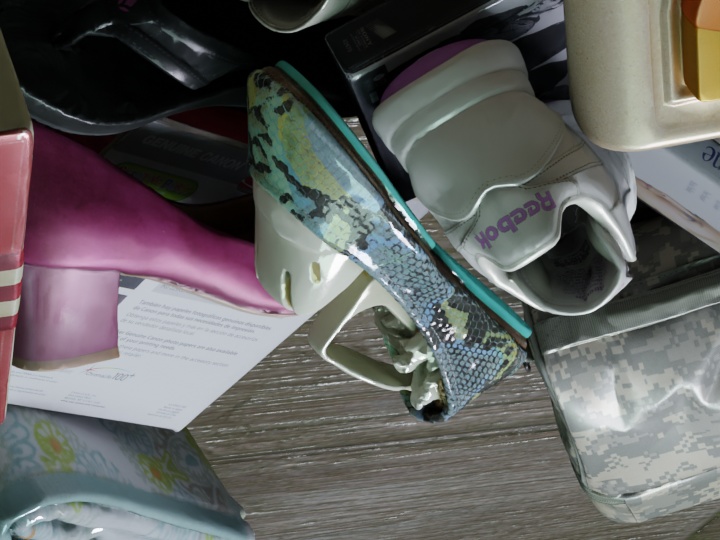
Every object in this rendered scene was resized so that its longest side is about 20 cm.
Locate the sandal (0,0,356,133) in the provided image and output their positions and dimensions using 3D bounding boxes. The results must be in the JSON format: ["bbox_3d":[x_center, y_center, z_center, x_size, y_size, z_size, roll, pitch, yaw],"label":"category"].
[{"bbox_3d":[-0.057,-0.095,1.033,0.200,0.075,0.048,-6,159,-44],"label":"sandal"}]

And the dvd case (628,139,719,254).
[{"bbox_3d":[0.165,-0.019,1.182,0.018,0.200,0.143,-55,174,-5],"label":"dvd case"}]

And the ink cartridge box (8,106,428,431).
[{"bbox_3d":[-0.098,-0.023,1.182,0.176,0.084,0.200,-40,150,24],"label":"ink cartridge box"}]

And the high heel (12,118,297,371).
[{"bbox_3d":[-0.057,-0.029,1.072,0.067,0.096,0.200,18,-155,37],"label":"high heel"}]

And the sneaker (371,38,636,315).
[{"bbox_3d":[0.064,-0.018,1.037,0.075,0.100,0.200,-33,163,13],"label":"sneaker"}]

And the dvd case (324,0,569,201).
[{"bbox_3d":[0.089,-0.101,1.046,0.200,0.025,0.150,-29,162,-1],"label":"dvd case"}]

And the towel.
[{"bbox_3d":[-0.142,0.063,1.291,0.048,0.171,0.200,-41,153,12],"label":"towel"}]

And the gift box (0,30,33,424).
[{"bbox_3d":[-0.216,-0.045,0.913,0.184,0.187,0.200,-6,145,-22],"label":"gift box"}]

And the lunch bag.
[{"bbox_3d":[0.187,0.033,1.447,0.200,0.139,0.168,-16,161,9],"label":"lunch bag"}]

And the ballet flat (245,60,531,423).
[{"bbox_3d":[0.000,0.000,1.050,0.074,0.074,0.200,-20,140,22],"label":"ballet flat"}]

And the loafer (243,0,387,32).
[{"bbox_3d":[-0.022,-0.113,0.992,0.200,0.070,0.070,11,146,-38],"label":"loafer"}]

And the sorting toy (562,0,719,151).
[{"bbox_3d":[0.167,-0.136,0.951,0.200,0.036,0.185,-8,117,-4],"label":"sorting toy"}]
